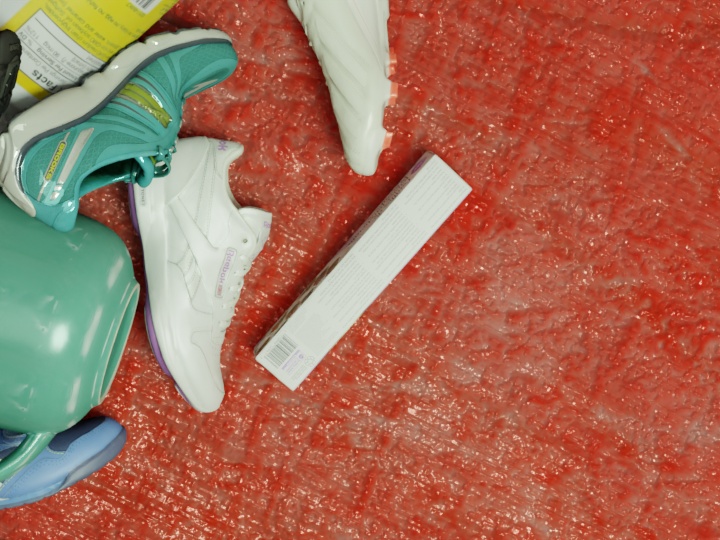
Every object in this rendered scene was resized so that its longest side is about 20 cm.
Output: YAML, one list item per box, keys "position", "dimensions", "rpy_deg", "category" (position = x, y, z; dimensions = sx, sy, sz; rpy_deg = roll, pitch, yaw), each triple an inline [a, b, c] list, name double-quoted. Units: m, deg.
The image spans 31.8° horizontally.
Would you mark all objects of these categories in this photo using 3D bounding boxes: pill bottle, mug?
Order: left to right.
- position: [-0.221, 0.047, 0.861]
  dimensions: [0.114, 0.152, 0.186]
  rpy_deg: [17, 111, -4]
  category: "mug"
- position: [-0.210, -0.177, 0.844]
  dimensions: [0.200, 0.114, 0.114]
  rpy_deg: [-40, 100, 9]
  category: "pill bottle"

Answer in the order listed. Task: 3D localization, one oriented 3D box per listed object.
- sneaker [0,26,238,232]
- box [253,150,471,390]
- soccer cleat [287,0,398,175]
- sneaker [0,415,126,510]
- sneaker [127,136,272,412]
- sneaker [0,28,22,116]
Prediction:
- position: [-0.154, -0.095, 0.853]
  dimensions: [0.080, 0.078, 0.200]
  rpy_deg: [46, 58, 5]
  category: "sneaker"
- position: [0.000, 0.000, 0.931]
  dimensions: [0.041, 0.039, 0.200]
  rpy_deg: [40, 93, -11]
  category: "box"
- position: [-0.013, -0.168, 0.896]
  dimensions: [0.077, 0.069, 0.202]
  rpy_deg: [-1, 91, 0]
  category: "soccer cleat"
- position: [-0.269, 0.127, 0.908]
  dimensions: [0.199, 0.074, 0.083]
  rpy_deg: [-12, 97, -5]
  category: "sneaker"
- position: [-0.107, 0.002, 0.903]
  dimensions: [0.099, 0.075, 0.202]
  rpy_deg: [-8, 99, -3]
  category: "sneaker"
- position: [-0.281, -0.076, 0.795]
  dimensions: [0.090, 0.076, 0.201]
  rpy_deg: [22, 114, -11]
  category: "sneaker"
